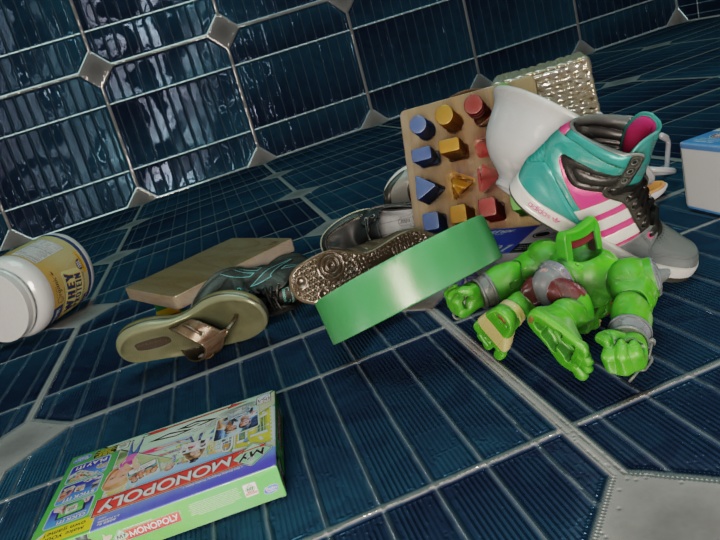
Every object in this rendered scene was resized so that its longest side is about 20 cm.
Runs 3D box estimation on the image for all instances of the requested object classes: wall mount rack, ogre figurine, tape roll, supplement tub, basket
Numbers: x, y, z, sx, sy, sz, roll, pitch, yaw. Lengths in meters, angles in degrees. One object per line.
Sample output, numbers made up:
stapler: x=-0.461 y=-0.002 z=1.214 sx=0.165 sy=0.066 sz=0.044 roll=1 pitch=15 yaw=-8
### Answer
wall mount rack: x=0.345 y=-0.171 z=0.990 sx=0.170 sy=0.077 sz=0.198 roll=1 pitch=2 yaw=-34
ogre figurine: x=0.175 y=0.022 z=0.588 sx=0.119 sy=0.100 sz=0.199 roll=-36 pitch=9 yaw=-23
tape roll: x=0.049 y=0.010 z=0.710 sx=0.196 sy=0.049 sz=0.200 roll=-28 pitch=-3 yaw=-1
supplement tub: x=-0.590 y=0.029 z=1.238 sx=0.140 sy=0.148 sz=0.201 roll=-12 pitch=18 yaw=15
basket: x=0.354 y=-0.306 z=1.305 sx=0.193 sy=0.165 sz=0.200 roll=-12 pitch=15 yaw=19

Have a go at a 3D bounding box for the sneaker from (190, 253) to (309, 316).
sneaker: x=-0.131 y=0.027 z=0.910 sx=0.197 sy=0.077 sz=0.078 roll=-27 pitch=24 yaw=-33

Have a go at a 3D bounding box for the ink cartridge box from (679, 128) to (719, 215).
ink cartridge box: x=0.490 y=-0.129 z=0.769 sx=0.195 sy=0.086 sz=0.145 roll=-20 pitch=16 yaw=-8

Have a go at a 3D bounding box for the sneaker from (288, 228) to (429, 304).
sneaker: x=0.000 y=0.000 z=0.916 sx=0.194 sy=0.073 sz=0.076 roll=-16 pitch=-2 yaw=-8

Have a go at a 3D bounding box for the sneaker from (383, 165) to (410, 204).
sneaker: x=0.134 y=-0.159 z=1.244 sx=0.195 sy=0.076 sz=0.080 roll=-18 pitch=22 yaw=-5

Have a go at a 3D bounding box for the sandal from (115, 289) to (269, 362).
sandal: x=-0.201 y=0.084 z=0.835 sx=0.196 sy=0.081 sz=0.058 roll=-18 pitch=41 yaw=6

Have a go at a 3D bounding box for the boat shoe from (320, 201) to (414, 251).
boat shoe: x=0.034 y=-0.061 z=1.018 sx=0.193 sy=0.077 sz=0.066 roll=-8 pitch=-2 yaw=-2

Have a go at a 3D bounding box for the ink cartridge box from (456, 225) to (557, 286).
ink cartridge box: x=0.199 y=-0.017 z=0.775 sx=0.196 sy=0.045 sz=0.093 roll=-3 pitch=20 yaw=40

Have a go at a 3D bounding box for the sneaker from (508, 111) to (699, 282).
sneaker: x=0.250 y=-0.078 z=0.633 sx=0.196 sy=0.122 sz=0.085 roll=25 pitch=40 yaw=-4

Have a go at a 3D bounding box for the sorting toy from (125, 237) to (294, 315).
sorting toy: x=-0.216 y=0.022 z=1.016 sx=0.196 sy=0.071 sz=0.198 roll=-29 pitch=19 yaw=-33

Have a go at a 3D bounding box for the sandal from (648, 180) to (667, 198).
sandal: x=0.309 y=-0.114 z=0.942 sx=0.202 sy=0.061 sz=0.079 roll=-4 pitch=20 yaw=35

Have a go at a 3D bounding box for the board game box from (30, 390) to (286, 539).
board game box: x=-0.158 y=0.170 z=0.570 sx=0.195 sy=0.030 sz=0.135 roll=-18 pitch=16 yaw=-3

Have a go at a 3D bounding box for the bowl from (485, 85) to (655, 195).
bowl: x=0.211 y=-0.112 z=0.757 sx=0.092 sy=0.198 sz=0.201 roll=-58 pitch=16 yaw=8

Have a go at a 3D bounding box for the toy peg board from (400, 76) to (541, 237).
toy peg board: x=0.145 y=-0.144 z=0.915 sx=0.194 sy=0.207 sz=0.097 roll=-9 pitch=-5 yaw=22

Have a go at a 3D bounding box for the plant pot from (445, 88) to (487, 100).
plant pot: x=0.161 y=-0.171 z=1.105 sx=0.182 sy=0.192 sz=0.200 roll=-19 pitch=3 yaw=-9
